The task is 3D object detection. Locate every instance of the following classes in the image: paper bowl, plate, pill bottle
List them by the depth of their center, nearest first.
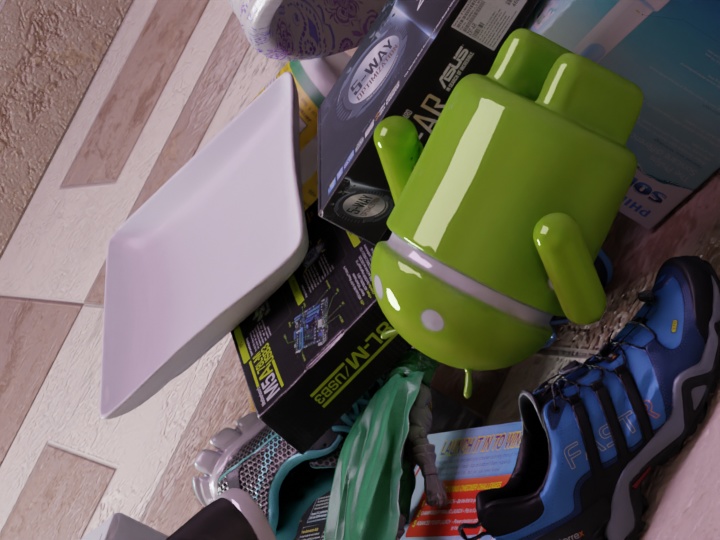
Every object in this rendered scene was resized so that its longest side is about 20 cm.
[{"bbox_3d":[-0.005,-0.236,1.683,0.201,0.200,0.105,-43,68,46],"label":"paper bowl"},{"bbox_3d":[-0.100,-0.013,1.688,0.199,0.032,0.200,-42,31,25],"label":"plate"},{"bbox_3d":[-0.061,-0.059,1.804,0.200,0.113,0.113,-46,20,15],"label":"pill bottle"}]

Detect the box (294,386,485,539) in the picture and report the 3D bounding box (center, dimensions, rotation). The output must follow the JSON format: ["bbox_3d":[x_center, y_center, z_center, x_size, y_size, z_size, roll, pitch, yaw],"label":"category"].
[{"bbox_3d":[-0.005,0.170,1.689,0.200,0.050,0.158,-24,39,63],"label":"box"}]

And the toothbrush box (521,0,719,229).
[{"bbox_3d":[0.177,-0.137,1.489,0.200,0.146,0.085,-47,21,42],"label":"toothbrush box"}]

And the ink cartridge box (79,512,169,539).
[{"bbox_3d":[-0.169,0.270,1.844,0.200,0.146,0.083,-39,28,53],"label":"ink cartridge box"}]

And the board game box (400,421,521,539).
[{"bbox_3d":[0.050,0.192,1.482,0.196,0.056,0.200,-66,17,-15],"label":"board game box"}]

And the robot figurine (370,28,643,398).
[{"bbox_3d":[0.082,-0.032,1.426,0.175,0.116,0.201,33,99,43],"label":"robot figurine"}]

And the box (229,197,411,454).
[{"bbox_3d":[0.000,0.000,1.602,0.193,0.047,0.200,-48,22,8],"label":"box"}]

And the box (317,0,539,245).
[{"bbox_3d":[0.041,-0.136,1.562,0.200,0.043,0.160,-56,16,24],"label":"box"}]

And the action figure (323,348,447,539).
[{"bbox_3d":[0.014,0.132,1.491,0.118,0.055,0.201,-40,31,55],"label":"action figure"}]

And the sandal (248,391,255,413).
[{"bbox_3d":[-0.046,0.083,1.792,0.082,0.055,0.200,-28,-7,-22],"label":"sandal"}]

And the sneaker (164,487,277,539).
[{"bbox_3d":[-0.070,0.234,1.427,0.099,0.201,0.071,-25,-1,-27],"label":"sneaker"}]

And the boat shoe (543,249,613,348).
[{"bbox_3d":[0.103,0.016,1.587,0.069,0.084,0.200,-45,-1,-15],"label":"boat shoe"}]

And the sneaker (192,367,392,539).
[{"bbox_3d":[-0.018,0.102,1.660,0.200,0.078,0.091,-50,43,2],"label":"sneaker"}]

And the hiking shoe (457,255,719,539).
[{"bbox_3d":[0.134,0.074,1.372,0.201,0.087,0.074,-64,17,-11],"label":"hiking shoe"}]
